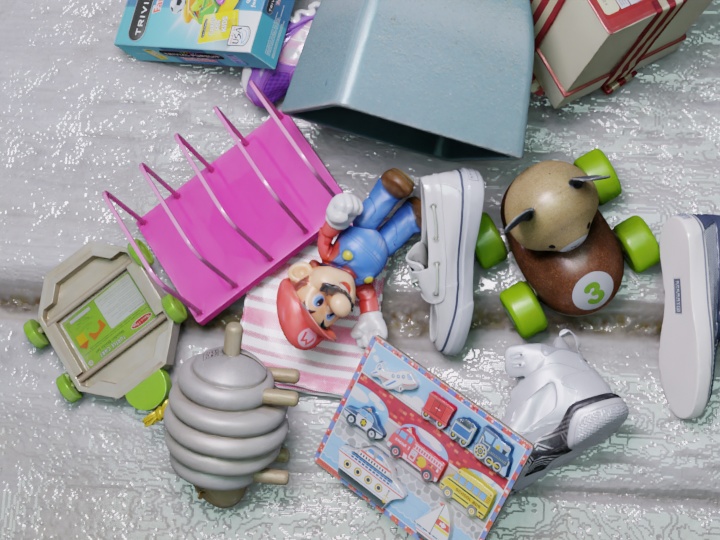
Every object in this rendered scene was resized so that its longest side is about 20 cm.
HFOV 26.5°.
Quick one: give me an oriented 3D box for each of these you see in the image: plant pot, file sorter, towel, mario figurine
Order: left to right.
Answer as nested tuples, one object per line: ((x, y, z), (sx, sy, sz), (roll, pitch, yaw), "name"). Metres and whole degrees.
((-0.137, -0.073, 1.540), (0.199, 0.125, 0.140), (-37, 66, 3), "file sorter")
((-0.049, 0.025, 1.578), (0.145, 0.030, 0.202), (9, 80, 7), "towel")
((0.000, 0.000, 1.516), (0.123, 0.106, 0.200), (40, 82, 8), "mario figurine")
((0.059, -0.227, 1.486), (0.194, 0.196, 0.202), (15, 89, -19), "plant pot")

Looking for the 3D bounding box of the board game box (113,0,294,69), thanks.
((-0.156, -0.294, 1.598), (0.198, 0.047, 0.153), (9, 79, 37), "board game box")

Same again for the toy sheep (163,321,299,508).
((-0.129, 0.143, 1.510), (0.136, 0.138, 0.202), (10, 108, 8), "toy sheep")

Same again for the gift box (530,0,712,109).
((0.222, -0.286, 1.523), (0.198, 0.187, 0.186), (-22, 77, -17), "gift box")

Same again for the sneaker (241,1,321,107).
((-0.032, -0.232, 1.594), (0.199, 0.081, 0.089), (-38, 67, -2), "sneaker")

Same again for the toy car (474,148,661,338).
((0.194, -0.043, 1.476), (0.163, 0.200, 0.159), (-29, 77, 0), "toy car")

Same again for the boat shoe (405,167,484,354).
((0.076, -0.010, 1.510), (0.066, 0.074, 0.202), (0, 115, -10), "boat shoe")

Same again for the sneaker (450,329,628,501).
((0.156, 0.146, 1.512), (0.199, 0.075, 0.116), (-31, 67, 7), "sneaker")

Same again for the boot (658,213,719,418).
((0.350, 0.043, 1.510), (0.089, 0.073, 0.203), (-4, 98, -23), "boot")

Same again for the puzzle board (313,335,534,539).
((0.056, 0.179, 1.492), (0.199, 0.017, 0.152), (34, 109, 25), "puzzle board")

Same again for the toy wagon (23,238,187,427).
((-0.251, 0.072, 1.579), (0.155, 0.040, 0.201), (-36, 78, 9), "toy wagon")
